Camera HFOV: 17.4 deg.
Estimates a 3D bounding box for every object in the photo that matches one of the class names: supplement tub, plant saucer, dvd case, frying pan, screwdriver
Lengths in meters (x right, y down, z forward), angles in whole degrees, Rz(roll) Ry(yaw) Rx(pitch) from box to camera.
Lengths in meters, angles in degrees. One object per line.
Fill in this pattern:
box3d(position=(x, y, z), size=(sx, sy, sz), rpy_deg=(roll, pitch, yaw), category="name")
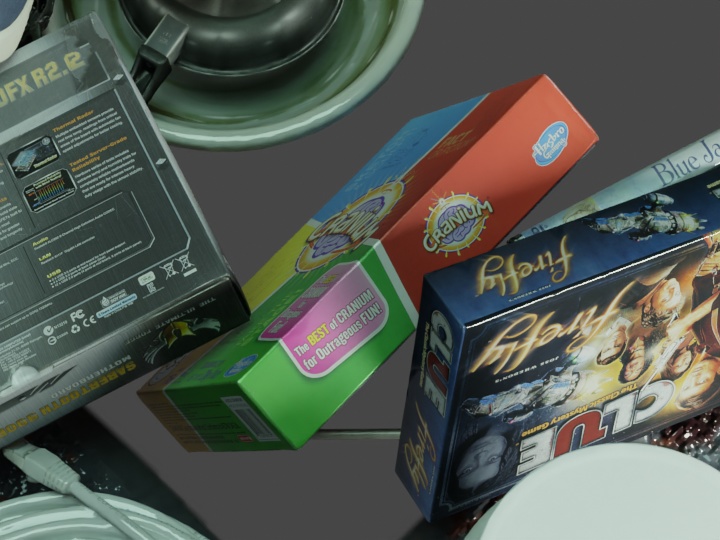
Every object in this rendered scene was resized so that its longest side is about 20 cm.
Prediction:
box3d(position=(0.101, 0.164, 0.957), size=(0.145, 0.200, 0.146), rpy_deg=(0, 64, 0), category="supplement tub")
box3d(position=(-0.066, -0.140, 1.193), size=(0.199, 0.050, 0.201), rpy_deg=(0, 64, 1), category="plant saucer")
box3d(position=(0.147, -0.029, 1.084), size=(0.199, 0.143, 0.018), rpy_deg=(-28, 76, -12), category="dvd case")
box3d(position=(-0.095, -0.129, 1.147), size=(0.190, 0.031, 0.115), rpy_deg=(-31, 67, -17), category="frying pan")
box3d(position=(0.037, 0.079, 1.094), size=(0.199, 0.028, 0.029), rpy_deg=(-3, 35, -4), category="screwdriver")

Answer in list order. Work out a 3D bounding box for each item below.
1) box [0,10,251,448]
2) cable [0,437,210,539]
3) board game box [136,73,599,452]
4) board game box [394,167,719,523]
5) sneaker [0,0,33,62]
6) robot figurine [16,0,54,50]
box3d(position=(-0.171, -0.004, 1.049), size=(0.199, 0.048, 0.159), rpy_deg=(-28, 63, -4), category="box")
box3d(position=(-0.126, 0.197, 1.019), size=(0.199, 0.069, 0.200), rpy_deg=(25, 68, 12), category="cable")
box3d(position=(0.000, 0.000, 1.068), size=(0.200, 0.153, 0.040), rpy_deg=(-45, 102, -20), category="board game box")
box3d(position=(0.114, 0.026, 1.034), size=(0.199, 0.136, 0.035), rpy_deg=(-20, 53, -22), category="board game box")
box3d(position=(-0.172, -0.184, 1.096), size=(0.075, 0.085, 0.200), rpy_deg=(3, 41, -6), category="sneaker")
box3d(position=(-0.220, -0.083, 1.145), size=(0.144, 0.058, 0.201), rpy_deg=(-1, 74, 3), category="robot figurine")
